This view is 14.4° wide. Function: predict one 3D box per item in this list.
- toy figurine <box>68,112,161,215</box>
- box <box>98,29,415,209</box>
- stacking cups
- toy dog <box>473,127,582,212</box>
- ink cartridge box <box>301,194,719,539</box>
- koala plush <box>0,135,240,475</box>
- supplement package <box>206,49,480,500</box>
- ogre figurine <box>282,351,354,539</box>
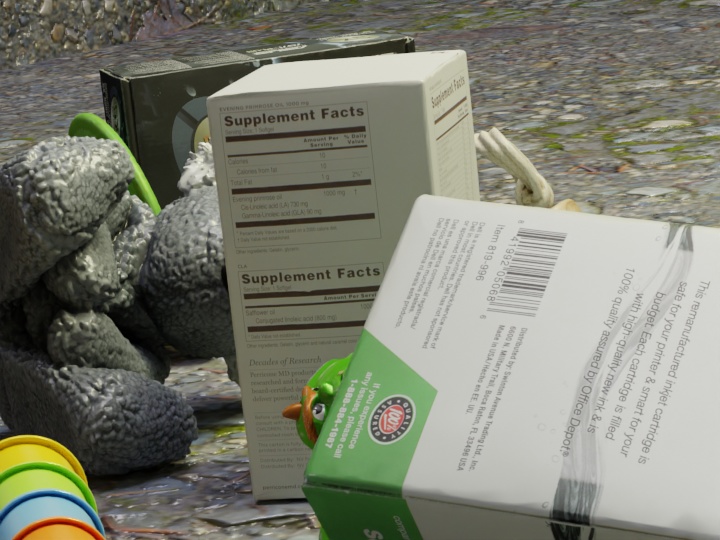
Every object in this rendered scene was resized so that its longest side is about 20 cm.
[{"bbox_3d":[-0.209,0.018,1.750,0.183,0.151,0.200,-25,41,-20],"label":"toy figurine"},{"bbox_3d":[-0.060,-0.065,1.893,0.199,0.165,0.086,-8,10,-14],"label":"box"},{"bbox_3d":[-0.129,0.122,1.230,0.060,0.061,0.200,-9,13,-14],"label":"stacking cups"},{"bbox_3d":[0.098,0.019,1.510,0.096,0.132,0.200,-44,-28,5],"label":"toy dog"},{"bbox_3d":[0.099,0.059,1.116,0.199,0.083,0.147,7,56,26],"label":"ink cartridge box"},{"bbox_3d":[-0.107,0.006,1.552,0.199,0.178,0.184,-16,4,-27],"label":"koala plush"},{"bbox_3d":[0.000,0.000,1.408,0.109,0.201,0.114,-4,10,14],"label":"supplement package"},{"bbox_3d":[0.034,0.078,1.241,0.119,0.201,0.098,-19,-35,10],"label":"ogre figurine"}]
